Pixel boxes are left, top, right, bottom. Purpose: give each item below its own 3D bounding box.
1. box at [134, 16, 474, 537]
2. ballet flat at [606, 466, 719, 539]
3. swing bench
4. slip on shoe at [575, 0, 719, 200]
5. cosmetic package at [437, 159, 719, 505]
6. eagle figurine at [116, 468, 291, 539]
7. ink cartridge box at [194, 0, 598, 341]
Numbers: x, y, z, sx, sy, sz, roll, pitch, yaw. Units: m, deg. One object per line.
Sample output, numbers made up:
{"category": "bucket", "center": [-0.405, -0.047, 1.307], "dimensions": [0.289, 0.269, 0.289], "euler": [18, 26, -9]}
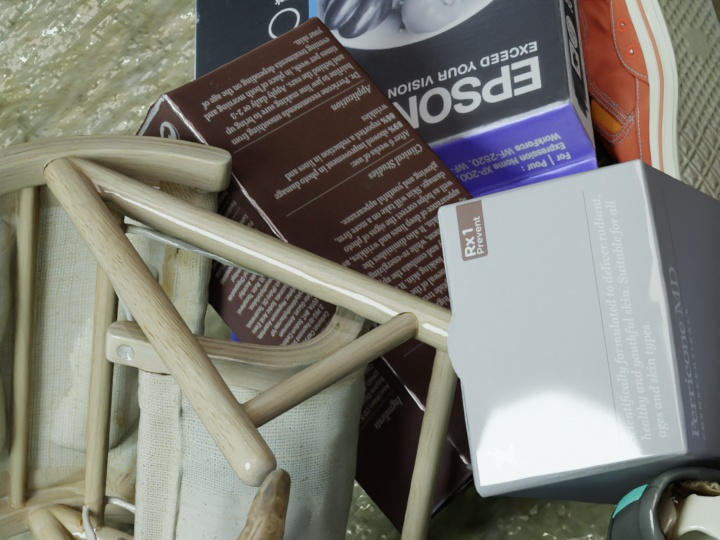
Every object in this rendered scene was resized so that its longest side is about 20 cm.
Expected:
{"category": "box", "center": [0.000, 0.000, 0.867], "dimensions": [0.100, 0.075, 0.200], "euler": [-31, 75, -39]}
{"category": "ballet flat", "center": [0.175, 0.112, 0.664], "dimensions": [0.198, 0.069, 0.068], "euler": [15, 60, 12]}
{"category": "swing bench", "center": [-0.075, 0.073, 0.813], "dimensions": [0.199, 0.200, 0.129], "euler": [35, 43, 30]}
{"category": "slip on shoe", "center": [0.138, -0.066, 0.938], "dimensions": [0.061, 0.074, 0.202], "euler": [-33, 57, 38]}
{"category": "cosmetic package", "center": [0.110, 0.031, 0.773], "dimensions": [0.089, 0.200, 0.108], "euler": [-13, 79, 23]}
{"category": "eagle figurine", "center": [-0.087, 0.162, 0.626], "dimensions": [0.151, 0.200, 0.152], "euler": [-25, 79, -28]}
{"category": "ink cartridge box", "center": [0.012, -0.076, 0.960], "dimensions": [0.197, 0.043, 0.202], "euler": [-18, 57, 22]}
